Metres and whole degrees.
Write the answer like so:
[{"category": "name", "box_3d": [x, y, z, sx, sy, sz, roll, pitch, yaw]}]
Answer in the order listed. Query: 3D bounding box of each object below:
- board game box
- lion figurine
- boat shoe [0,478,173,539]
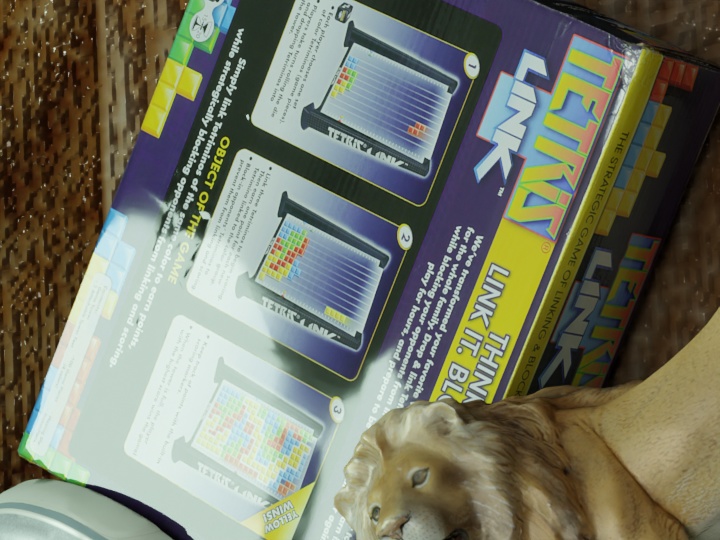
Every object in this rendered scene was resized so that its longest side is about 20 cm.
[{"category": "board game box", "box_3d": [0.000, 0.000, 0.913, 0.165, 0.057, 0.201, 28, 100, 34]}, {"category": "lion figurine", "box_3d": [0.098, 0.043, 0.808, 0.200, 0.072, 0.123, -38, 71, 2]}, {"category": "boat shoe", "box_3d": [-0.063, 0.134, 0.890, 0.201, 0.071, 0.070, 37, 140, 33]}]
